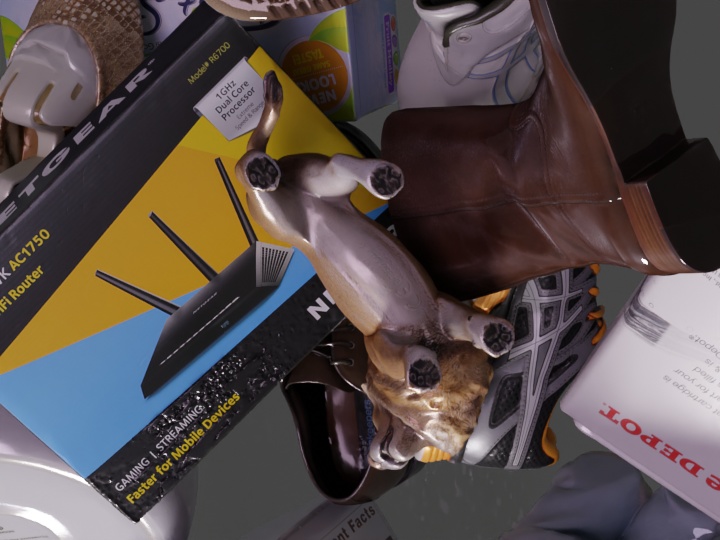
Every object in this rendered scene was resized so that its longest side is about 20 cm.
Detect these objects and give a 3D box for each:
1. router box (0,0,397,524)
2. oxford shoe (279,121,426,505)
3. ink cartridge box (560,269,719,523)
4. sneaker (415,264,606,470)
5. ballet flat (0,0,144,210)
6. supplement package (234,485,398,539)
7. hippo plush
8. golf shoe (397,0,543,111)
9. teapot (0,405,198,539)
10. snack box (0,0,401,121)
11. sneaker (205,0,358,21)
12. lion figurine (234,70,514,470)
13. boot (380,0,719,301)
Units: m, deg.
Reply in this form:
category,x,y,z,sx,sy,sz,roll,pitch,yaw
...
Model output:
category,x,y,z,sx,sy,sz,roll,pitch,yaw
router box,-0.089,-0.003,0.972,0.200,0.051,0.149,-45,112,-1
oxford shoe,-0.007,0.024,1.051,0.073,0.084,0.200,-4,102,27
ink cartridge box,0.199,0.024,0.913,0.145,0.084,0.200,34,139,5
sneaker,0.088,0.009,1.017,0.077,0.078,0.200,17,111,-10
ballet flat,-0.151,-0.055,0.999,0.070,0.065,0.201,10,94,21
supplement package,-0.015,0.233,1.098,0.117,0.117,0.200,-32,91,32
hippo plush,0.116,0.202,1.000,0.159,0.200,0.161,23,124,41
golf shoe,0.052,-0.122,0.949,0.200,0.097,0.078,-47,60,49
teapot,-0.179,0.085,1.117,0.200,0.146,0.197,18,140,-16
snack box,-0.086,-0.159,1.039,0.200,0.068,0.169,2,106,26
sneaker,0.013,-0.181,0.946,0.200,0.112,0.071,-29,106,3
lion figurine,0.000,0.000,0.926,0.072,0.122,0.200,-32,99,-11
boot,0.059,-0.074,0.888,0.200,0.064,0.187,-3,109,60
